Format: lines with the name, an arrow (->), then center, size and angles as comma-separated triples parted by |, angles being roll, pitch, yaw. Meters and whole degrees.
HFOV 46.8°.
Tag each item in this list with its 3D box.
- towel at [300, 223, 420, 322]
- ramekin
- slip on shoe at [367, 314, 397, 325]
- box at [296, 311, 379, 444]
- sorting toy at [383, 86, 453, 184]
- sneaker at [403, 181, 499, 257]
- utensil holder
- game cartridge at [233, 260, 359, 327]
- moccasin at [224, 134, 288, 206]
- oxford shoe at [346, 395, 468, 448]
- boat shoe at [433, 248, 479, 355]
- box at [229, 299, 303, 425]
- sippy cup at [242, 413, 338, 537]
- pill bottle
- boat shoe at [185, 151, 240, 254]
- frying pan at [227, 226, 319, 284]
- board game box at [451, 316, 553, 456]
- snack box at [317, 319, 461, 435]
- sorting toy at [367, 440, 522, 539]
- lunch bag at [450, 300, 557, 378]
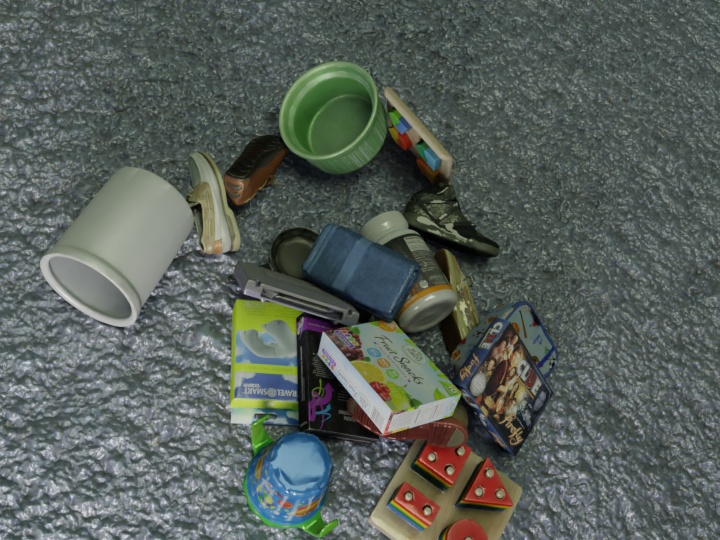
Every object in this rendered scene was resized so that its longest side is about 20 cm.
towel -> 0.000, 0.000, 1.422 | 0.199, 0.049, 0.112 | 26, 78, 28
ramekin -> -0.045, -0.280, 1.564 | 0.198, 0.098, 0.202 | -8, 68, 20
slip on shoe -> 0.071, 0.159, 1.437 | 0.061, 0.074, 0.201 | 7, 46, -54
box -> -0.039, 0.179, 1.376 | 0.142, 0.036, 0.202 | 17, 55, -33
sorting toy -> 0.106, -0.244, 1.596 | 0.036, 0.200, 0.186 | -39, 78, -2
sneaker -> 0.184, -0.100, 1.583 | 0.198, 0.076, 0.115 | 23, 81, 1
utensil holder -> -0.383, -0.041, 1.340 | 0.169, 0.170, 0.201 | 28, 55, -1
game cartridge -> -0.110, 0.040, 1.390 | 0.198, 0.130, 0.039 | 18, 95, -20
moccasin -> -0.185, -0.186, 1.532 | 0.073, 0.078, 0.202 | 13, 39, 8
oxford shoe -> 0.077, 0.228, 1.342 | 0.198, 0.071, 0.075 | 16, 36, 3
boat shoe -> 0.176, 0.059, 1.517 | 0.062, 0.073, 0.202 | -2, 75, -28
box -> -0.153, 0.150, 1.376 | 0.120, 0.048, 0.202 | 5, 61, -15
sippy cup -> -0.102, 0.308, 1.258 | 0.176, 0.131, 0.141 | 23, 58, -3
pill bottle -> 0.079, 0.000, 1.482 | 0.115, 0.117, 0.201 | -17, 61, -24
boat shoe -> -0.275, -0.122, 1.468 | 0.068, 0.075, 0.202 | -14, 66, -26
frying pan -> -0.131, -0.001, 1.472 | 0.115, 0.031, 0.190 | 43, 62, 7
board game box -> 0.238, 0.193, 1.367 | 0.136, 0.034, 0.200 | -53, 128, -20
snack box -> 0.043, 0.162, 1.314 | 0.141, 0.053, 0.200 | -7, 38, -37
sorting toy -> 0.148, 0.370, 1.337 | 0.198, 0.070, 0.201 | 35, 58, 4
lunch bag -> 0.259, 0.157, 1.461 | 0.200, 0.075, 0.161 | -38, 105, -28
